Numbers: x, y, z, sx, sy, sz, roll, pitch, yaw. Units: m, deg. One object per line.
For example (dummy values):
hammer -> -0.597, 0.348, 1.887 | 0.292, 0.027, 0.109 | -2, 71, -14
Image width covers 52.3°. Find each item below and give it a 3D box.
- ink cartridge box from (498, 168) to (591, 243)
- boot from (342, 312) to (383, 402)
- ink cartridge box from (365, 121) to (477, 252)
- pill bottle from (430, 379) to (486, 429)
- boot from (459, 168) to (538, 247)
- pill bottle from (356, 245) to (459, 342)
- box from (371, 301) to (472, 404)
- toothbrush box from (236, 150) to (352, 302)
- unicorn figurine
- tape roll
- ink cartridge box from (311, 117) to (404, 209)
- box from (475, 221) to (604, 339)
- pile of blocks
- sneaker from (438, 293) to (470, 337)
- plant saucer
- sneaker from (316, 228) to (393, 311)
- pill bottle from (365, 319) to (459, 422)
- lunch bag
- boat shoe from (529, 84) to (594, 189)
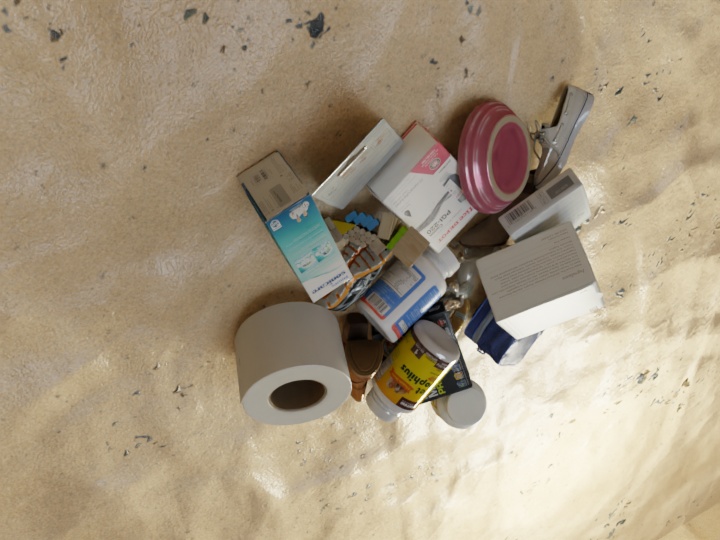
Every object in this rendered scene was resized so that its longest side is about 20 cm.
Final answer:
ink cartridge box -> 0.366, -0.105, 1.432 | 0.159, 0.048, 0.200 | -36, 157, 11
boot -> -0.001, 0.196, 1.436 | 0.073, 0.201, 0.156 | 2, 117, -6
ink cartridge box -> 0.122, -0.145, 1.329 | 0.146, 0.085, 0.200 | -46, 137, 8
pill bottle -> 0.221, 0.294, 1.643 | 0.112, 0.113, 0.200 | -34, 176, -4
boot -> 0.290, -0.131, 1.465 | 0.198, 0.070, 0.148 | -14, 124, -24
pill bottle -> 0.096, 0.033, 1.424 | 0.200, 0.112, 0.113 | -43, 136, -8
box -> 0.128, 0.178, 1.513 | 0.158, 0.044, 0.202 | -19, 116, 7
toothbrush box -> -0.106, -0.070, 1.201 | 0.085, 0.147, 0.201 | -32, 136, -4
unicorn figurine -> 0.229, -0.007, 1.516 | 0.137, 0.074, 0.201 | 12, 119, -47
tape roll -> -0.124, 0.172, 1.345 | 0.200, 0.140, 0.204 | -8, 141, -7
ink cartridge box -> -0.012, -0.177, 1.172 | 0.160, 0.047, 0.200 | -46, 170, 8
box -> 0.354, 0.026, 1.430 | 0.198, 0.132, 0.199 | -23, 157, 16
pile of blocks -> 0.027, -0.069, 1.307 | 0.198, 0.062, 0.083 | 18, 99, 6
sneaker -> 0.183, 0.136, 1.608 | 0.202, 0.075, 0.087 | -64, 161, 11
plant saucer -> 0.250, -0.203, 1.323 | 0.199, 0.050, 0.203 | -11, 105, -47
sneaker -> 0.000, 0.000, 1.380 | 0.200, 0.079, 0.077 | -42, 147, 10
pill bottle -> 0.097, 0.202, 1.437 | 0.109, 0.110, 0.201 | 18, 118, -40
lunch bag -> 0.324, 0.110, 1.623 | 0.201, 0.132, 0.135 | -54, 150, 15
boat shoe -> 0.362, -0.259, 1.393 | 0.085, 0.075, 0.204 | 24, 99, -10
